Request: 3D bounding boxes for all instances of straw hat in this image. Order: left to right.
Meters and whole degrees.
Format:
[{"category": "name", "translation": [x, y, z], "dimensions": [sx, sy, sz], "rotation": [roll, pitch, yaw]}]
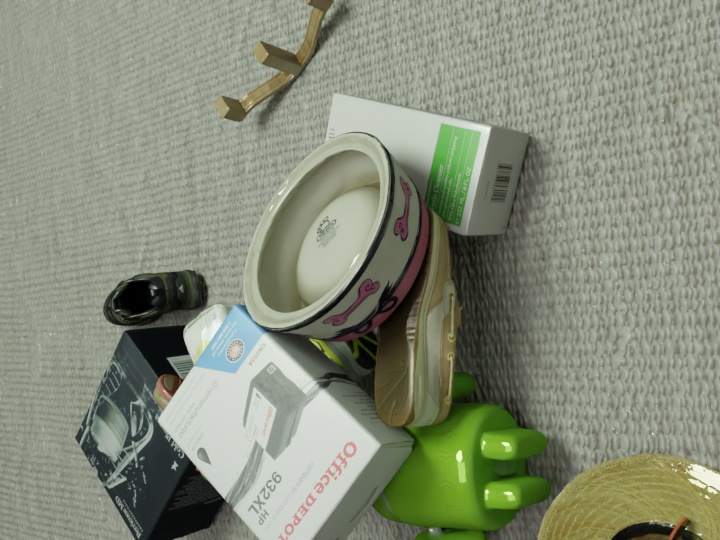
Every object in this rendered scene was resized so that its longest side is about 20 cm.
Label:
[{"category": "straw hat", "translation": [0.250, 0.256, 0.635], "dimensions": [0.200, 0.201, 0.086], "rotation": [10, 138, 38]}]

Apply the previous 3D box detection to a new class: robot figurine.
[{"category": "robot figurine", "translation": [0.081, 0.189, 0.758], "dimensions": [0.199, 0.115, 0.178], "rotation": [-10, 81, 39]}]

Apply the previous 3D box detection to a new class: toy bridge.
[{"category": "toy bridge", "translation": [-0.098, -0.254, 0.936], "dimensions": [0.200, 0.067, 0.027], "rotation": [-46, 63, 28]}]

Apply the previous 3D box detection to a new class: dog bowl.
[{"category": "dog bowl", "translation": [-0.020, -0.024, 0.724], "dimensions": [0.199, 0.073, 0.202], "rotation": [-31, 44, 35]}]

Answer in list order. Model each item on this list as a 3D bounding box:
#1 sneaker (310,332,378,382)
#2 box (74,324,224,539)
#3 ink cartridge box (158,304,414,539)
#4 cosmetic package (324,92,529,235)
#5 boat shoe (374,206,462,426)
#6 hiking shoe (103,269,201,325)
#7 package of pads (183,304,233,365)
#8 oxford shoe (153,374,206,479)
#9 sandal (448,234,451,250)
[{"category": "sneaker", "translation": [-0.059, 0.050, 0.899], "dimensions": [0.077, 0.075, 0.201], "rotation": [-48, 61, 27]}, {"category": "box", "translation": [-0.252, 0.212, 1.026], "dimensions": [0.200, 0.123, 0.198], "rotation": [44, 118, 30]}, {"category": "ink cartridge box", "translation": [-0.073, 0.151, 0.730], "dimensions": [0.200, 0.084, 0.146], "rotation": [40, 99, 26]}, {"category": "cosmetic package", "translation": [0.059, -0.111, 0.798], "dimensions": [0.199, 0.084, 0.109], "rotation": [19, 105, 36]}, {"category": "boat shoe", "translation": [0.058, 0.044, 0.720], "dimensions": [0.074, 0.066, 0.202], "rotation": [-5, 74, 52]}, {"category": "hiking shoe", "translation": [-0.316, 0.036, 1.090], "dimensions": [0.199, 0.100, 0.077], "rotation": [-16, 79, 38]}, {"category": "package of pads", "translation": [-0.107, 0.140, 0.881], "dimensions": [0.068, 0.154, 0.201], "rotation": [-35, 68, 18]}, {"category": "oxford shoe", "translation": [-0.166, 0.199, 0.870], "dimensions": [0.075, 0.071, 0.200], "rotation": [-40, 109, 9]}, {"category": "sandal", "translation": [0.000, 0.000, 0.822], "dimensions": [0.199, 0.080, 0.054], "rotation": [-31, 42, 10]}]
